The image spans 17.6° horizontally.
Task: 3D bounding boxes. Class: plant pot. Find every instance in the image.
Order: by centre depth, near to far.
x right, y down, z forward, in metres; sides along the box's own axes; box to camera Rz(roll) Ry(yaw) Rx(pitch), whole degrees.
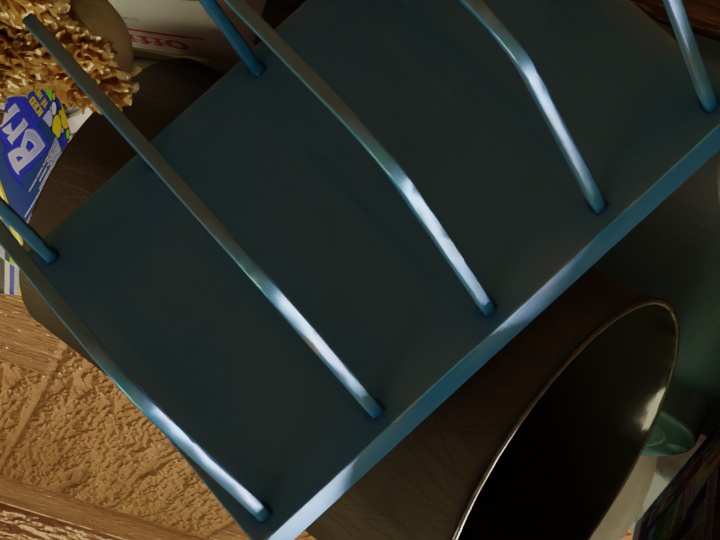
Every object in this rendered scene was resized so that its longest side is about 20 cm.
[{"bbox_3d":[0.093,-0.004,0.944,0.199,0.135,0.200,14,166,4],"label":"plant pot"}]

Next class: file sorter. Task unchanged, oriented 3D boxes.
[{"bbox_3d":[-0.013,-0.047,0.694,0.139,0.200,0.123,46,178,31],"label":"file sorter"}]

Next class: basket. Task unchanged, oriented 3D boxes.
[{"bbox_3d":[-0.010,0.020,0.817,0.199,0.137,0.180,32,-176,19],"label":"basket"}]

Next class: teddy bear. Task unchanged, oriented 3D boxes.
[{"bbox_3d":[-0.165,-0.088,0.766,0.199,0.067,0.145,16,164,13],"label":"teddy bear"}]

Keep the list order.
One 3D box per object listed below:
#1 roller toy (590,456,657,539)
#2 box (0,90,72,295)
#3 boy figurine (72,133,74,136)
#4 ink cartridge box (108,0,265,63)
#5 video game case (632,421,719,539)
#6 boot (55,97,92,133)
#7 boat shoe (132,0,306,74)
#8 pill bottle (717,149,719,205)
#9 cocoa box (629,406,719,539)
[{"bbox_3d":[0.053,0.075,1.153,0.199,0.184,0.140,7,178,-7],"label":"roller toy"},{"bbox_3d":[-0.168,-0.081,0.910,0.070,0.065,0.201,5,137,16],"label":"box"},{"bbox_3d":[-0.140,-0.045,1.040,0.125,0.199,0.065,58,173,35],"label":"boy figurine"},{"bbox_3d":[-0.097,-0.130,0.803,0.115,0.067,0.200,11,165,18],"label":"ink cartridge box"},{"bbox_3d":[0.154,0.067,0.838,0.023,0.183,0.200,37,-162,-1],"label":"video game case"},{"bbox_3d":[-0.192,-0.107,0.980,0.199,0.073,0.090,9,170,28],"label":"boot"},{"bbox_3d":[-0.008,-0.083,0.882,0.199,0.068,0.072,11,155,35],"label":"boat shoe"},{"bbox_3d":[0.222,-0.036,0.733,0.199,0.110,0.110,16,166,-3],"label":"pill bottle"},{"bbox_3d":[0.222,0.138,1.164,0.130,0.134,0.200,-18,-172,-6],"label":"cocoa box"}]
